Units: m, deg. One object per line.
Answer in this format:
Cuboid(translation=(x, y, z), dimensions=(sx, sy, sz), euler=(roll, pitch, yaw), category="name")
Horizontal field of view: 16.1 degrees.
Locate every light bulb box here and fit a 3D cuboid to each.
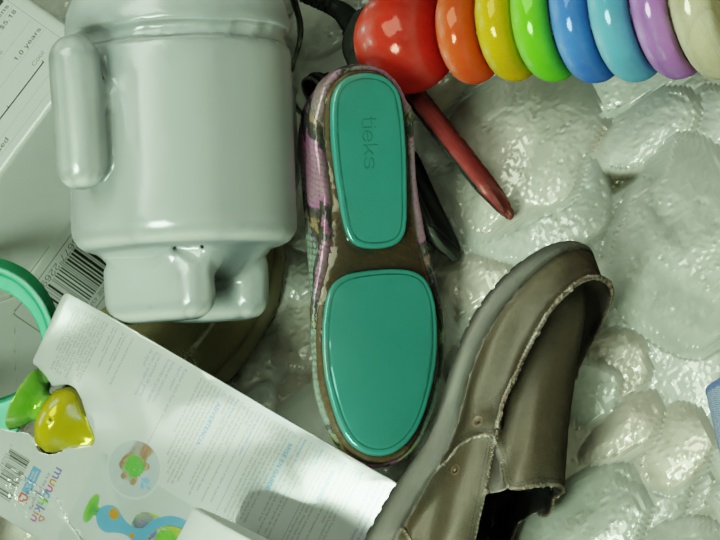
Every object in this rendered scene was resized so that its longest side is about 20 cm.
Cuboid(translation=(-0.222, -0.057, 1.418), dimensions=(0.199, 0.125, 0.200), euler=(-53, 48, -2), category="light bulb box")

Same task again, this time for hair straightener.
Cuboid(translation=(0.002, -0.075, 1.331), dimensions=(0.077, 0.041, 0.200), euler=(-40, 55, 9), category="hair straightener")

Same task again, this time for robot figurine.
Cuboid(translation=(-0.089, -0.075, 1.261), dimensions=(0.112, 0.169, 0.202), euler=(-4, 86, 35), category="robot figurine")

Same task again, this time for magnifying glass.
Cuboid(translation=(-0.202, 0.091, 1.321), dimensions=(0.079, 0.022, 0.202), euler=(10, 107, -1), category="magnifying glass")

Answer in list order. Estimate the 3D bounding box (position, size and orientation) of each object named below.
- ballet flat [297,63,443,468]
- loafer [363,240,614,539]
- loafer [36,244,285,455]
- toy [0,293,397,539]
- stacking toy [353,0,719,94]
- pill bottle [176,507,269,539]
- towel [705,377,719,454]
Cuboid(translation=(0.000, 0.000, 1.265), dimensions=(0.071, 0.069, 0.202), euler=(145, 121, -70), category="ballet flat")
Cuboid(translation=(0.072, 0.084, 1.187), dimensions=(0.071, 0.073, 0.201), euler=(24, 85, 31), category="loafer")
Cuboid(translation=(-0.104, 0.037, 1.324), dimensions=(0.076, 0.067, 0.201), euler=(12, 72, 37), category="loafer")
Cuboid(translation=(-0.082, 0.108, 1.253), dimensions=(0.199, 0.047, 0.116), euler=(29, 98, 11), category="toy")
Cuboid(translation=(0.090, -0.124, 1.267), dimensions=(0.199, 0.085, 0.086), euler=(-8, 60, 27), category="stacking toy")
Cuboid(translation=(-0.084, 0.217, 1.170), dimensions=(0.108, 0.109, 0.201), euler=(24, 85, 40), category="pill bottle")
Cuboid(translation=(0.232, 0.104, 1.092), dimensions=(0.146, 0.024, 0.201), euler=(-27, 51, 21), category="towel")
